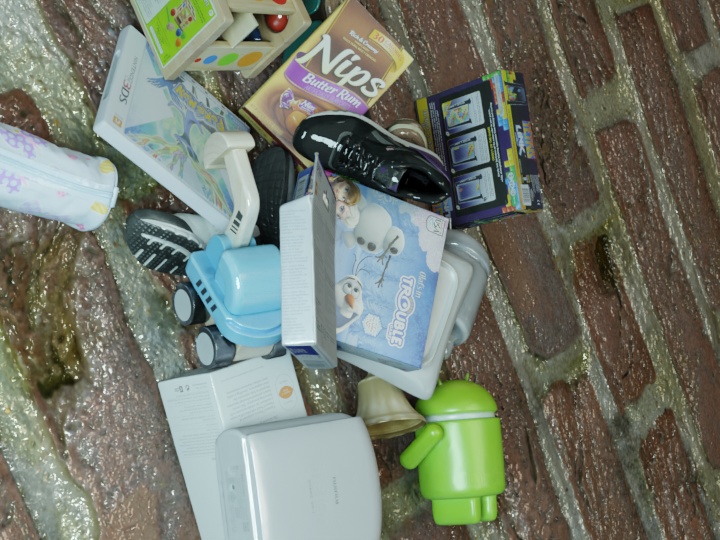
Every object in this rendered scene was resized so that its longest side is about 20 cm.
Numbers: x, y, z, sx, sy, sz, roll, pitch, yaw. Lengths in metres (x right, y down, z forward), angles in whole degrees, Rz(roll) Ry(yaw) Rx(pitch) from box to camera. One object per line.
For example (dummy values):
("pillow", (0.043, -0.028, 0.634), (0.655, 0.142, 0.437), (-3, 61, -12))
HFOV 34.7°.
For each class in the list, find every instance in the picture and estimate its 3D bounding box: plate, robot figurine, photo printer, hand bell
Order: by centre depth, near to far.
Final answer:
("photo printer", (-0.057, 0.242, 1.246), (0.200, 0.069, 0.167), (-1, 81, -46))
("plate", (0.043, 0.035, 1.454), (0.199, 0.032, 0.200), (28, 68, -20))
("hand bell", (0.017, 0.112, 1.502), (0.104, 0.104, 0.200), (11, 61, -44))
("robot figurine", (0.133, 0.239, 1.553), (0.175, 0.116, 0.200), (6, 77, -52))
("robot figurine", (0.112, 0.026, 1.582), (0.170, 0.113, 0.200), (60, 43, -47))

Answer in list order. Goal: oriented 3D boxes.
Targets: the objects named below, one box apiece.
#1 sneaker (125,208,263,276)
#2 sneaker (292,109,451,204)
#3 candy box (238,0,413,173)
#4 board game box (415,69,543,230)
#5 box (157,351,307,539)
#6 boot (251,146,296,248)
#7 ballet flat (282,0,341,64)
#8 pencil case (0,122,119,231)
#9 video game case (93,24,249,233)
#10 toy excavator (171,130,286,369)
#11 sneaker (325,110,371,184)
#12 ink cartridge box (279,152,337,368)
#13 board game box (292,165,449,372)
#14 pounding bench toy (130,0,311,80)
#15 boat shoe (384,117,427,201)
("sneaker", (-0.189, -0.036, 1.328), (0.200, 0.074, 0.080), (22, 48, -44))
("sneaker", (0.019, -0.133, 1.376), (0.200, 0.088, 0.076), (15, 110, -16))
("candy box", (-0.043, -0.233, 1.445), (0.117, 0.056, 0.200), (44, 78, -12))
("board game box", (0.168, -0.167, 1.646), (0.057, 0.165, 0.200), (-2, 83, -44))
("box", (-0.129, 0.200, 1.304), (0.124, 0.097, 0.200), (-17, 93, -47))
("boot", (-0.078, -0.050, 1.446), (0.132, 0.070, 0.200), (3, 90, -49))
("ballet flat", (-0.053, -0.317, 1.527), (0.067, 0.068, 0.200), (33, 60, -45))
("pencil case", (-0.343, -0.103, 1.156), (0.200, 0.091, 0.083), (20, 67, -43))
("video game case", (-0.208, -0.162, 1.315), (0.200, 0.022, 0.182), (40, 34, -33))
("toy excavator", (-0.128, -0.022, 1.238), (0.100, 0.200, 0.195), (-6, 49, -38))
("sneaker", (-0.013, -0.172, 1.527), (0.084, 0.077, 0.200), (8, 79, -47))
("ink cartridge box", (-0.054, -0.004, 1.237), (0.200, 0.041, 0.200), (68, 22, -77))
("board game box", (0.000, 0.000, 1.394), (0.199, 0.043, 0.200), (20, 71, -25))
("pounding bench toy", (-0.174, -0.342, 1.356), (0.156, 0.124, 0.200), (-12, 74, -48))
("boat shoe", (0.042, -0.151, 1.516), (0.075, 0.202, 0.075), (9, 62, -8))
